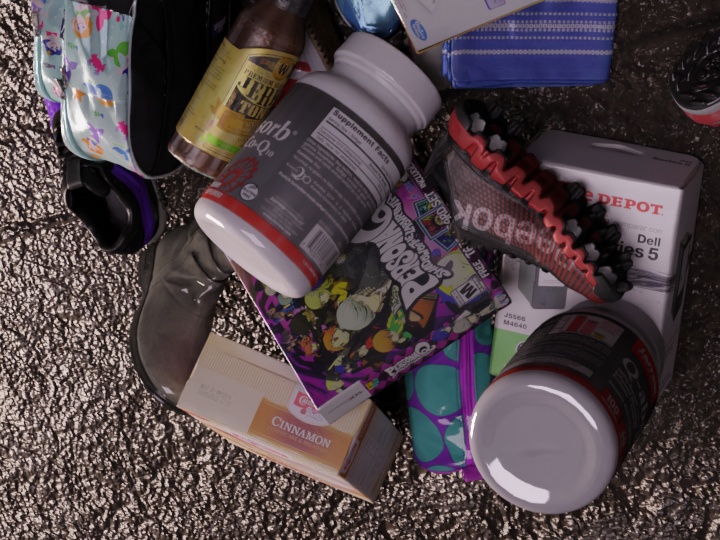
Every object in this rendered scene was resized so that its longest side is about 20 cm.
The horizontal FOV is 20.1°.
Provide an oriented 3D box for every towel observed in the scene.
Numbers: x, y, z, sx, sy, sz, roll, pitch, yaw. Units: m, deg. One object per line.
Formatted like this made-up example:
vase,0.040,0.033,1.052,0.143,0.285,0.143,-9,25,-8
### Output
towel,0.142,-0.242,1.618,0.145,0.024,0.200,-1,112,-13

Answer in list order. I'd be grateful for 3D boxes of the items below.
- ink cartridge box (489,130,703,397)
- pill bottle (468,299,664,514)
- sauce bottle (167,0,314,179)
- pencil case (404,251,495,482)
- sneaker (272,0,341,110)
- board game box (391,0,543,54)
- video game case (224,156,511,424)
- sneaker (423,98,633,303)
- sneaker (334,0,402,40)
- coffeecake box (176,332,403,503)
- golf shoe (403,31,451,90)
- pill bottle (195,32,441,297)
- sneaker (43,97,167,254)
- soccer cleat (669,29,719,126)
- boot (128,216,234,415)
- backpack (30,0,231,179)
ink cartridge box,0.195,-0.002,1.689,0.145,0.084,0.200,12,113,18
pill bottle,0.167,0.097,1.575,0.116,0.200,0.116,8,113,20
sauce bottle,-0.088,-0.171,1.665,0.065,0.065,0.200,31,105,9
pencil case,0.079,0.075,1.756,0.085,0.092,0.200,-14,115,-17
sneaker,-0.075,-0.185,1.740,0.112,0.071,0.200,-18,103,23
board game box,0.099,-0.270,1.540,0.200,0.040,0.153,-18,105,31
video game case,0.000,0.000,1.682,0.181,0.036,0.200,-33,57,2
sneaker,0.128,-0.040,1.615,0.200,0.071,0.098,46,119,6
sneaker,0.009,-0.283,1.645,0.078,0.090,0.200,1,108,2
coffeecake box,-0.057,0.132,1.774,0.153,0.200,0.073,22,81,14
golf shoe,0.088,-0.237,1.655,0.091,0.075,0.200,13,115,13
pill bottle,-0.031,-0.087,1.641,0.116,0.116,0.200,37,79,6
sneaker,-0.241,-0.104,1.820,0.070,0.100,0.200,-20,101,25
soccer cleat,0.336,-0.183,1.585,0.200,0.073,0.068,-35,63,13
boot,-0.140,0.017,1.784,0.068,0.200,0.131,27,130,-34
backpack,-0.189,-0.184,1.728,0.151,0.178,0.200,13,122,26
